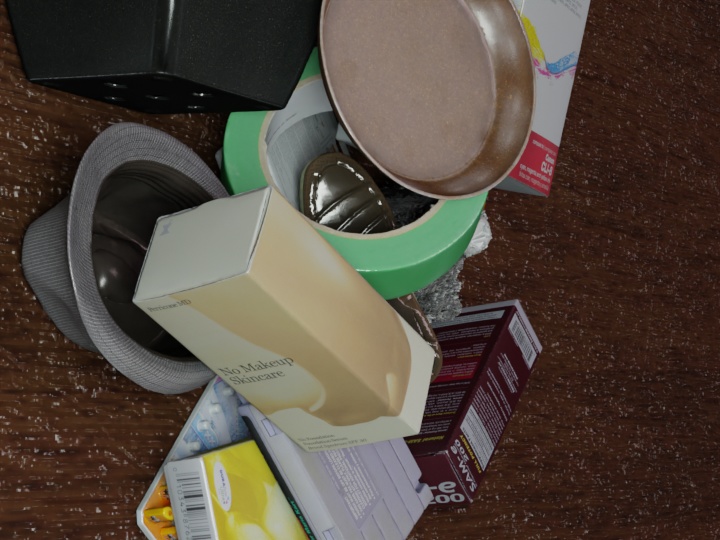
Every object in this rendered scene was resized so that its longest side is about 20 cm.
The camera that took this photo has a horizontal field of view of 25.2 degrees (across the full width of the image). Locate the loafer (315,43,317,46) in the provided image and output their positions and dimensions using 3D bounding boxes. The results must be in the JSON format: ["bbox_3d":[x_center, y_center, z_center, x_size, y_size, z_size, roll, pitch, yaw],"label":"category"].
[{"bbox_3d":[0.007,-0.166,1.400,0.199,0.072,0.073,21,56,-52],"label":"loafer"}]

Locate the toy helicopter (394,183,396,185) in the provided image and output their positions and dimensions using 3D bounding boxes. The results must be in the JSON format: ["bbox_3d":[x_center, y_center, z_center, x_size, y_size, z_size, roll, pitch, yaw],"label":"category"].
[{"bbox_3d":[0.100,-0.111,1.491,0.201,0.078,0.132,-64,171,-8],"label":"toy helicopter"}]

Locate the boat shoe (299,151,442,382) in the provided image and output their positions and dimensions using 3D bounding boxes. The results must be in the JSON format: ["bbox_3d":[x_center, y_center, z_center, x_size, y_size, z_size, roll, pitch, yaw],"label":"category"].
[{"bbox_3d":[0.000,0.000,1.279,0.076,0.071,0.202,-139,-152,-76],"label":"boat shoe"}]

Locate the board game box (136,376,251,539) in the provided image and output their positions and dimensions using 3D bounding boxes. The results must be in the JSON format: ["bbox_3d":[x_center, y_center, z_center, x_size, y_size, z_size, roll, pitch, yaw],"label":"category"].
[{"bbox_3d":[-0.071,0.181,1.234,0.201,0.026,0.201,58,39,-28],"label":"board game box"}]

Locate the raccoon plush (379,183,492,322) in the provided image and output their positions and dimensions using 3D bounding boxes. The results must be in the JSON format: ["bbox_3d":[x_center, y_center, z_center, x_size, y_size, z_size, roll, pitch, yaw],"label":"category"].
[{"bbox_3d":[0.056,0.008,1.320,0.200,0.096,0.135,-118,-166,-72],"label":"raccoon plush"}]

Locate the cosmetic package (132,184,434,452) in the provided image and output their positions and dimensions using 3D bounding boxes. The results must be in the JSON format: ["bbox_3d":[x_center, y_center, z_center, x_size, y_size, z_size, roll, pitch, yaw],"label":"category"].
[{"bbox_3d":[-0.047,0.038,1.074,0.200,0.105,0.072,44,46,-37],"label":"cosmetic package"}]

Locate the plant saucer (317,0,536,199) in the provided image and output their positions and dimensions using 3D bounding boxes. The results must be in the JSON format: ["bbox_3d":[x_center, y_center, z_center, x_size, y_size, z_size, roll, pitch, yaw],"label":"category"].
[{"bbox_3d":[0.043,-0.146,1.150,0.199,0.034,0.202,10,74,-35],"label":"plant saucer"}]

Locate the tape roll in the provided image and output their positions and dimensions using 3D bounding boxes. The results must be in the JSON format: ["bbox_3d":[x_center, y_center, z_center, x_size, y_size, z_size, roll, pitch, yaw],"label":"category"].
[{"bbox_3d":[-0.004,-0.075,1.195,0.048,0.198,0.202,106,-3,-59],"label":"tape roll"}]

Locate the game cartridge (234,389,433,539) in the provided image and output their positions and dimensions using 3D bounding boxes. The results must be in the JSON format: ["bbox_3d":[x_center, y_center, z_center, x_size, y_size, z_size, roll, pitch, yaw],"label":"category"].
[{"bbox_3d":[-0.023,0.124,1.199,0.130,0.038,0.201,-44,112,-49],"label":"game cartridge"}]

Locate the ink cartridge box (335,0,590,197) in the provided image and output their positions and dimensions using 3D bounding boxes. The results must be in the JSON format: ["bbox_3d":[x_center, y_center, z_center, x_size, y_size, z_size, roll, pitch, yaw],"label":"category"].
[{"bbox_3d":[0.090,-0.181,1.336,0.144,0.144,0.202,16,86,-61],"label":"ink cartridge box"}]

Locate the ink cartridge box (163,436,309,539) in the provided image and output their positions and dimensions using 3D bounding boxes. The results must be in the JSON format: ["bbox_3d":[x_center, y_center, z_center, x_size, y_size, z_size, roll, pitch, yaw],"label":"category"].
[{"bbox_3d":[-0.051,0.217,1.191,0.199,0.047,0.200,-12,89,-54],"label":"ink cartridge box"}]

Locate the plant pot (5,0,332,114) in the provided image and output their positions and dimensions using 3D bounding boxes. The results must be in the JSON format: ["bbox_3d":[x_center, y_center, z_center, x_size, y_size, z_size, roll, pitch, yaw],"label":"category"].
[{"bbox_3d":[-0.135,-0.207,1.119,0.199,0.199,0.179,10,84,-55],"label":"plant pot"}]

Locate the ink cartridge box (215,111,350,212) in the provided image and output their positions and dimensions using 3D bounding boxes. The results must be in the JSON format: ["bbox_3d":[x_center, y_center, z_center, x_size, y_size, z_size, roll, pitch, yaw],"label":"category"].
[{"bbox_3d":[-0.046,-0.055,1.340,0.200,0.047,0.161,-57,129,-67],"label":"ink cartridge box"}]

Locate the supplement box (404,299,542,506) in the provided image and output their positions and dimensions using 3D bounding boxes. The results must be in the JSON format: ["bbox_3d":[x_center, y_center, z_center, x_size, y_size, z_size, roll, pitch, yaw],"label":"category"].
[{"bbox_3d":[0.073,0.115,1.393,0.061,0.108,0.200,61,39,-25],"label":"supplement box"}]

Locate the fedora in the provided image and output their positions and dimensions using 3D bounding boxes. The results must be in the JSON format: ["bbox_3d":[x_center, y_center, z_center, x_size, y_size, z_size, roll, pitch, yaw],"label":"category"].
[{"bbox_3d":[-0.160,-0.002,1.095,0.199,0.090,0.179,20,65,-53],"label":"fedora"}]
